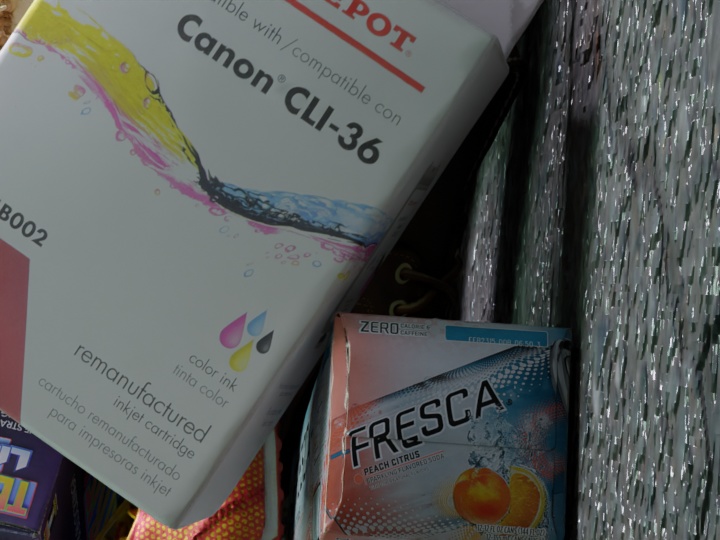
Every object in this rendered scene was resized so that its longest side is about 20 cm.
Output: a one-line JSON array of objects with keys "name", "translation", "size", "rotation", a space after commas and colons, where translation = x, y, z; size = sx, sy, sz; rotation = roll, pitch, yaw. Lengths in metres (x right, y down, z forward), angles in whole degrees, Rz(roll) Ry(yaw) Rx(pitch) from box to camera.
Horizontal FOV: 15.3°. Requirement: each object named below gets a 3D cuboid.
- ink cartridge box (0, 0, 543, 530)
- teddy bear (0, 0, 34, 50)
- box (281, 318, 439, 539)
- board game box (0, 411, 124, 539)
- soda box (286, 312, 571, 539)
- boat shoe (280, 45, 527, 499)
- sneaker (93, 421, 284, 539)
[{"name": "ink cartridge box", "translation": [-0.038, -0.043, 0.749], "size": [0.201, 0.116, 0.067], "rotation": [-57, -6, 1]}, {"name": "teddy bear", "translation": [-0.151, -0.070, 0.847], "size": [0.145, 0.199, 0.067], "rotation": [-12, -93, -50]}, {"name": "box", "translation": [-0.001, 0.118, 0.996], "size": [0.082, 0.068, 0.201], "rotation": [-147, 61, -86]}, {"name": "board game box", "translation": [-0.112, 0.064, 0.951], "size": [0.200, 0.056, 0.166], "rotation": [95, -174, -57]}, {"name": "soda box", "translation": [0.015, 0.069, 0.802], "size": [0.200, 0.068, 0.064], "rotation": [109, 165, -74]}, {"name": "boat shoe", "translation": [0.000, 0.000, 0.895], "size": [0.070, 0.070, 0.200], "rotation": [50, 125, 20]}, {"name": "sneaker", "translation": [-0.072, 0.116, 0.841], "size": [0.073, 0.077, 0.201], "rotation": [-165, 91, -76]}]
